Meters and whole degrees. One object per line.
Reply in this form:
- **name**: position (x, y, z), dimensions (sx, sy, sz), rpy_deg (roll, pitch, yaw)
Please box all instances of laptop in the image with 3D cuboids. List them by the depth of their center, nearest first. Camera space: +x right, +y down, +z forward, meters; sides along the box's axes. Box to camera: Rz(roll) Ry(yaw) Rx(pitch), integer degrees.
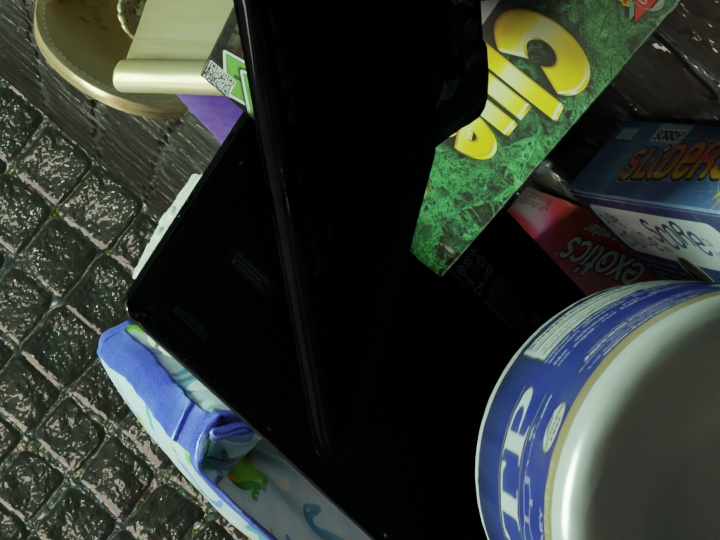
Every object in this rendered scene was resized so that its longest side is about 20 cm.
- **laptop**: position (0.000, 0.000, 0.768), dimensions (0.187, 0.201, 0.116), rpy_deg (44, 150, -24)

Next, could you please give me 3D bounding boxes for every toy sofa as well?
- **toy sofa**: position (-0.032, -0.049, 0.968), dimensions (0.082, 0.098, 0.200), rpy_deg (6, 157, 27)

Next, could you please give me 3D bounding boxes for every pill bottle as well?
- **pill bottle**: position (0.097, 0.063, 0.625), dimensions (0.120, 0.120, 0.200), rpy_deg (41, 176, -4)

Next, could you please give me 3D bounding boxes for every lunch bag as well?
- **lunch bag**: position (-0.022, 0.088, 1.035), dimensions (0.199, 0.128, 0.170), rpy_deg (22, -176, -26)

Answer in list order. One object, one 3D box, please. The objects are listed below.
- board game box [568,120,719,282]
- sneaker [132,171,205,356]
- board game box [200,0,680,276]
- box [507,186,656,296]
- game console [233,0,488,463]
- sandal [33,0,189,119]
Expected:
- **board game box**: position (0.155, 0.013, 0.654), dimensions (0.135, 0.034, 0.200), rpy_deg (44, 173, -16)
- **sneaker**: position (-0.027, 0.020, 0.869), dimensions (0.080, 0.077, 0.200), rpy_deg (23, -171, -35)
- **board game box**: position (0.022, -0.075, 0.591), dimensions (0.105, 0.024, 0.200), rpy_deg (37, 151, 1)
- **box**: position (0.110, 0.047, 0.865), dimensions (0.095, 0.100, 0.200), rpy_deg (44, 174, -25)
- **game console**: position (-0.034, -0.090, 0.474), dimensions (0.176, 0.116, 0.201), rpy_deg (37, 152, 30)
- **sandal**: position (-0.127, -0.157, 1.072), dimensions (0.077, 0.070, 0.212), rpy_deg (6, -151, -21)
